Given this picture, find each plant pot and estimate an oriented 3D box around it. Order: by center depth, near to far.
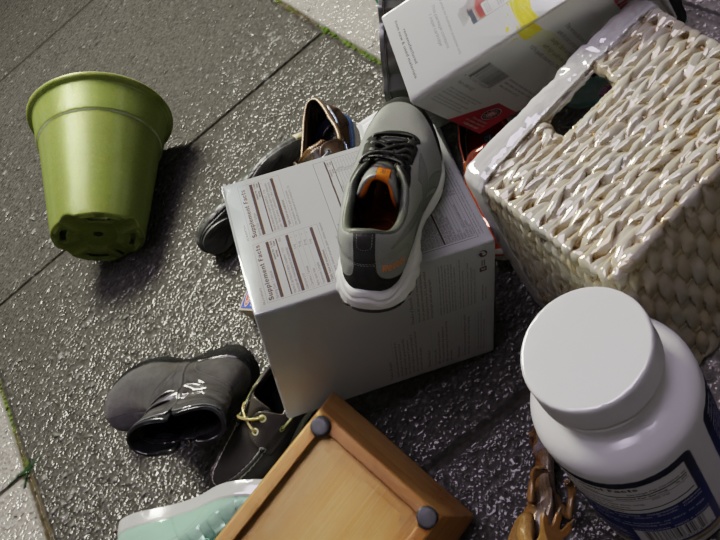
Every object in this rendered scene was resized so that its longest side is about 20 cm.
[{"bbox_3d":[-0.349,-0.124,1.152,0.197,0.200,0.194,-20,61,22],"label":"plant pot"}]

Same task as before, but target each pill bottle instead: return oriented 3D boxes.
[{"bbox_3d":[0.177,0.098,0.566,0.109,0.200,0.113,-19,48,22],"label":"pill bottle"}]

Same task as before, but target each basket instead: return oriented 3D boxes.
[{"bbox_3d":[0.218,-0.052,0.653,0.198,0.200,0.161,-44,45,-2],"label":"basket"}]

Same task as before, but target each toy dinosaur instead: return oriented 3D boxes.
[{"bbox_3d":[0.125,0.213,0.635,0.203,0.060,0.106,-63,10,-17],"label":"toy dinosaur"}]

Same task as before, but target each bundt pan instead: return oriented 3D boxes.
[{"bbox_3d":[0.067,-0.240,0.895,0.074,0.204,0.205,-3,54,9],"label":"bundt pan"}]

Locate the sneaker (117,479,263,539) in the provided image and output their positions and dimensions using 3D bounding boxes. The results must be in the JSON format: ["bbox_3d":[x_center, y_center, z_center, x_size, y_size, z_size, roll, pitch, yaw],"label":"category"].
[{"bbox_3d":[-0.130,0.263,0.765,0.197,0.074,0.120,-21,55,18],"label":"sneaker"}]

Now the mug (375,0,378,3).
[{"bbox_3d":[0.069,-0.363,1.014,0.151,0.182,0.117,-4,97,52],"label":"mug"}]

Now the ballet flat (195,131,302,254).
[{"bbox_3d":[-0.126,-0.100,1.037,0.199,0.067,0.057,-42,38,1],"label":"ballet flat"}]

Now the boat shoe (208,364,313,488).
[{"bbox_3d":[-0.085,0.133,0.833,0.202,0.061,0.071,-52,44,-8],"label":"boat shoe"}]

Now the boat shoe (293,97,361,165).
[{"bbox_3d":[-0.037,-0.100,0.902,0.071,0.072,0.203,-31,45,21],"label":"boat shoe"}]

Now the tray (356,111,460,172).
[{"bbox_3d":[0.045,-0.128,0.964,0.106,0.022,0.202,-30,45,13],"label":"tray"}]

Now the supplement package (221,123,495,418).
[{"bbox_3d":[0.000,0.000,0.753,0.196,0.153,0.152,-17,50,-6],"label":"supplement package"}]

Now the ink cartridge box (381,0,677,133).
[{"bbox_3d":[0.140,-0.208,0.708,0.198,0.144,0.085,-27,73,27],"label":"ink cartridge box"}]

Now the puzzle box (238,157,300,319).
[{"bbox_3d":[-0.050,-0.039,0.946,0.131,0.025,0.204,-1,62,42],"label":"puzzle box"}]

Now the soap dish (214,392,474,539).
[{"bbox_3d":[-0.031,0.220,0.677,0.156,0.081,0.201,37,81,19],"label":"soap dish"}]

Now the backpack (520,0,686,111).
[{"bbox_3d":[0.203,-0.254,0.848,0.197,0.153,0.179,-23,50,19],"label":"backpack"}]

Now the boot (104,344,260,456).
[{"bbox_3d":[-0.205,0.140,0.868,0.197,0.071,0.132,-23,14,22],"label":"boot"}]

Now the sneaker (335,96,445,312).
[{"bbox_3d":[0.025,-0.067,0.653,0.072,0.080,0.203,3,50,10],"label":"sneaker"}]

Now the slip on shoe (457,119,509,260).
[{"bbox_3d":[0.130,-0.095,0.849,0.073,0.061,0.203,-20,50,20],"label":"slip on shoe"}]
